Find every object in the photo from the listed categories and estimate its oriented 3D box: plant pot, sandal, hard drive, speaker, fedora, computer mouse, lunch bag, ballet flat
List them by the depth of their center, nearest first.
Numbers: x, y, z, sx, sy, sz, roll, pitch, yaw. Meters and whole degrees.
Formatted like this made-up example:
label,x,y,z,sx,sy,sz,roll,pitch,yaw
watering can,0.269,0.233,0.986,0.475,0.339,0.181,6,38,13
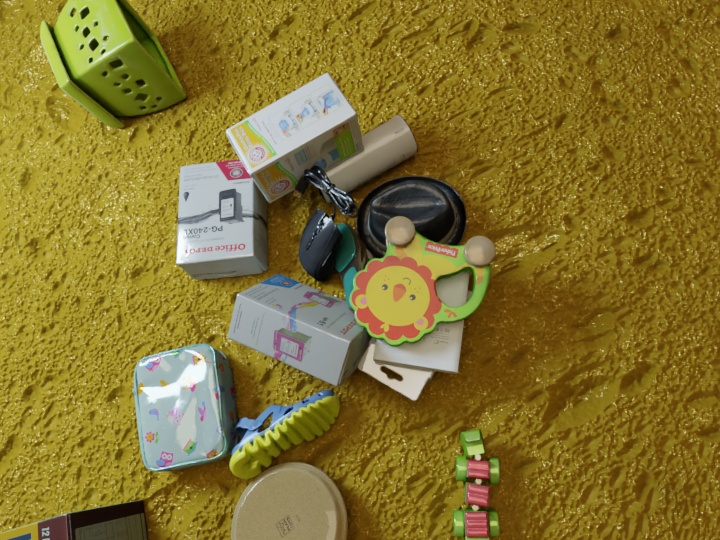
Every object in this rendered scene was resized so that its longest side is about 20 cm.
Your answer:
label,x,y,z,sx,sy,sz,roll,pitch,yaw
hard drive,0.101,0.055,0.872,0.132,0.026,0.200,8,71,8
sandal,-0.129,0.248,0.892,0.200,0.080,0.087,-26,38,-11
lunch bag,-0.296,0.227,0.917,0.160,0.077,0.200,-15,71,4
computer mouse,-0.086,-0.078,0.936,0.046,0.200,0.140,-21,60,-39
ballet flat,0.000,0.000,0.944,0.068,0.072,0.200,-48,38,26
fedora,0.087,-0.102,0.961,0.200,0.092,0.201,-2,72,7
speaker,0.002,-0.204,1.014,0.200,0.081,0.081,-30,71,-2
plant pot,-0.503,-0.423,1.096,0.181,0.199,0.200,-30,71,4

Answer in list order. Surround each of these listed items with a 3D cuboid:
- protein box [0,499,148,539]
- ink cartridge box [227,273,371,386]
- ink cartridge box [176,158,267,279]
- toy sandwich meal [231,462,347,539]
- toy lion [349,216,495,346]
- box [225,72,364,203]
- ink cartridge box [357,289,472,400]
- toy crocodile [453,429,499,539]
label,x,y,z,sx,sy,sz,roll,pitch,yaw
protein box,-0.452,0.442,0.804,0.198,0.200,0.135,-17,71,2
ink cartridge box,-0.087,0.091,0.888,0.200,0.145,0.085,22,109,13
ink cartridge box,-0.253,-0.095,1.010,0.145,0.083,0.200,-6,70,5
toy sandwich meal,-0.107,0.404,0.844,0.205,0.070,0.206,-5,61,10
toy lion,0.090,0.027,0.838,0.200,0.069,0.192,14,78,7
box,-0.108,-0.223,0.935,0.200,0.113,0.101,-30,70,-4
ink cartridge box,0.092,0.105,0.908,0.116,0.067,0.200,28,77,14
toy crocodile,0.175,0.344,0.824,0.067,0.062,0.200,2,73,8
